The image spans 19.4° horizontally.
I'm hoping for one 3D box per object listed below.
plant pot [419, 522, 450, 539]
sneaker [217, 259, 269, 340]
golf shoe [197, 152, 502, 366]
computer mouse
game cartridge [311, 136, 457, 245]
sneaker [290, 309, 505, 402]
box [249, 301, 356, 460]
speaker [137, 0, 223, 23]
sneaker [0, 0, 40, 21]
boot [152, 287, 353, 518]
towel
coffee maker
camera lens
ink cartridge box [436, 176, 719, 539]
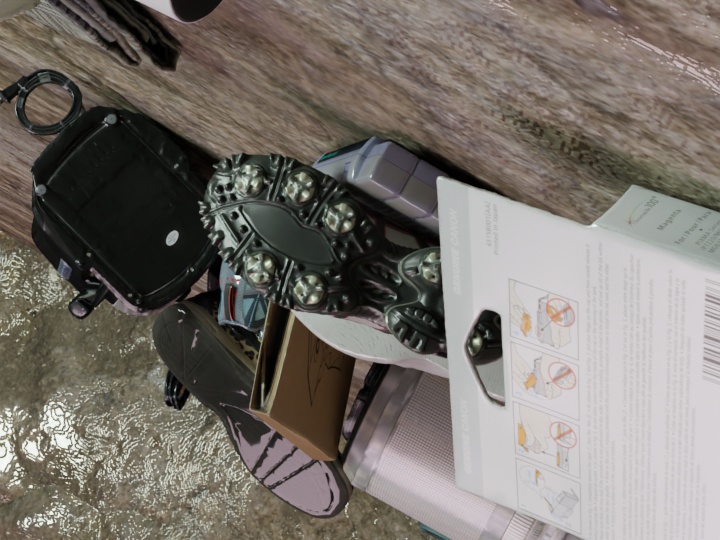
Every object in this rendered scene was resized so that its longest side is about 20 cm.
[{"bbox_3d":[0.146,0.255,2.323,0.199,0.135,0.200,28,172,4],"label":"plant pot"},{"bbox_3d":[-0.043,0.026,1.577,0.079,0.096,0.200,10,174,41],"label":"sneaker"},{"bbox_3d":[0.000,0.000,1.198,0.199,0.078,0.088,28,180,11],"label":"golf shoe"},{"bbox_3d":[-0.111,0.033,1.667,0.034,0.201,0.059,11,141,10],"label":"computer mouse"},{"bbox_3d":[0.038,-0.031,1.243,0.129,0.039,0.200,34,172,-11],"label":"game cartridge"},{"bbox_3d":[0.039,0.028,1.279,0.199,0.076,0.088,26,-176,7],"label":"sneaker"},{"bbox_3d":[-0.030,0.037,1.438,0.021,0.165,0.200,8,168,12],"label":"box"},{"bbox_3d":[-0.131,-0.167,0.789,0.199,0.082,0.081,27,172,15],"label":"speaker"},{"bbox_3d":[-0.239,-0.184,1.055,0.199,0.069,0.100,13,123,38],"label":"sneaker"},{"bbox_3d":[-0.053,0.081,1.618,0.200,0.073,0.151,46,-144,3],"label":"boot"},{"bbox_3d":[-0.216,-0.179,1.190,0.199,0.035,0.193,24,171,26],"label":"towel"},{"bbox_3d":[-0.191,-0.059,1.619,0.200,0.134,0.193,159,89,-79],"label":"coffee maker"},{"bbox_3d":[0.097,0.121,1.533,0.199,0.161,0.160,28,172,6],"label":"camera lens"},{"bbox_3d":[0.123,0.051,1.002,0.173,0.044,0.201,21,133,32],"label":"ink cartridge box"}]
